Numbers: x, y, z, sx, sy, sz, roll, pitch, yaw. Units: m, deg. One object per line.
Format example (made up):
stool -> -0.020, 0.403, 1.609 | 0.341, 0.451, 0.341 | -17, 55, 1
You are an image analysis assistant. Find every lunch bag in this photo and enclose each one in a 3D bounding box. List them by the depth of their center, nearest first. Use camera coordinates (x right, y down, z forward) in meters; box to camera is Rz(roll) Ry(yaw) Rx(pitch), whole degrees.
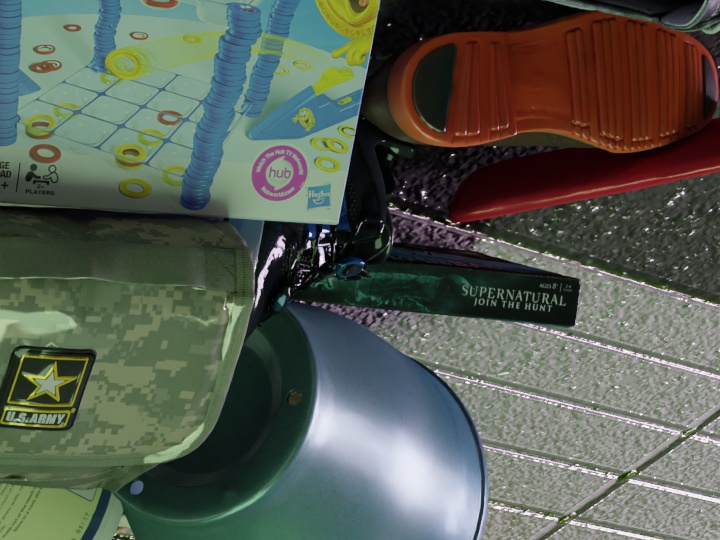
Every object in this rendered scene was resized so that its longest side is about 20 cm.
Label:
lunch bag -> -0.153, 0.030, 0.927 | 0.163, 0.119, 0.200 | 5, 162, -24

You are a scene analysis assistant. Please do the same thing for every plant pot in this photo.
plant pot -> -0.050, 0.102, 1.179 | 0.199, 0.201, 0.188 | -19, 151, 13

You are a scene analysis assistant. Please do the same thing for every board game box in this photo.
board game box -> -0.090, -0.125, 0.882 | 0.198, 0.056, 0.197 | 3, 112, -20
board game box -> 0.000, 0.000, 1.140 | 0.198, 0.028, 0.135 | 6, -175, -24

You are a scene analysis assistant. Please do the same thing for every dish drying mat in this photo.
dish drying mat -> 0.148, -0.058, 1.112 | 0.198, 0.077, 0.018 | -10, 106, 18

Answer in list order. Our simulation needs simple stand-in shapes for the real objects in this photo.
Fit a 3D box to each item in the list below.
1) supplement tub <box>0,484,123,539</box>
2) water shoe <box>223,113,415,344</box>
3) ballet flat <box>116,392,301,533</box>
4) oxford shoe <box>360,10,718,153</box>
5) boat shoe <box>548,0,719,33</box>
supplement tub -> -0.240, 0.098, 1.183 | 0.144, 0.146, 0.200 | -26, 144, 22
water shoe -> -0.021, -0.024, 1.016 | 0.078, 0.201, 0.072 | 24, 129, -2
ballet flat -> -0.091, 0.126, 1.341 | 0.199, 0.066, 0.071 | -19, 146, 12
oxford shoe -> 0.092, -0.095, 1.078 | 0.199, 0.072, 0.072 | -1, -179, -28
boat shoe -> 0.159, -0.144, 1.001 | 0.199, 0.068, 0.072 | 7, 143, -24
